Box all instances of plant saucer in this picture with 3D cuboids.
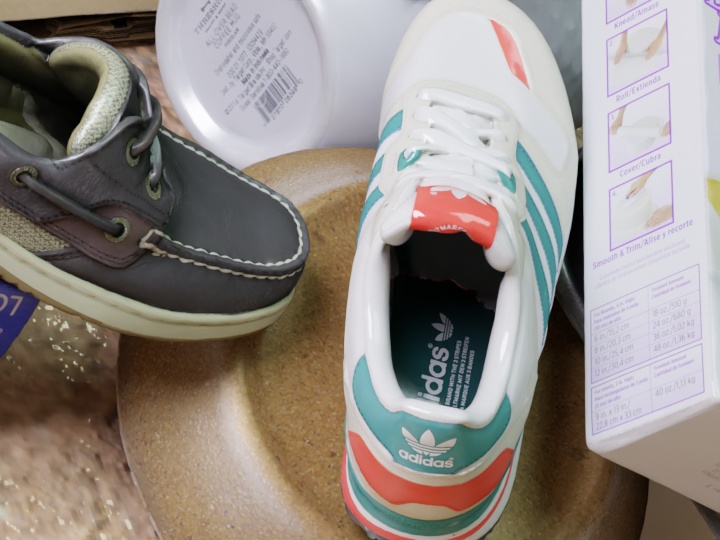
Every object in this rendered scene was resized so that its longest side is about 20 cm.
[{"bbox_3d":[0.018,0.042,0.790,0.199,0.035,0.201,10,63,-20],"label":"plant saucer"}]

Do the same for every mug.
[{"bbox_3d":[0.026,-0.112,0.897,0.175,0.200,0.148,-25,86,-47],"label":"mug"}]

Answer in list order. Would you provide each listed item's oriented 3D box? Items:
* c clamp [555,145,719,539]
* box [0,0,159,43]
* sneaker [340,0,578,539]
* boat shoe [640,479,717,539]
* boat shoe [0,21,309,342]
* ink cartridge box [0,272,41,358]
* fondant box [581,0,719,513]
[{"bbox_3d":[0.140,0.027,0.858,0.200,0.027,0.171,52,42,-11],"label":"c clamp"},{"bbox_3d":[-0.150,-0.170,0.954,0.163,0.021,0.200,-11,59,-49],"label":"box"},{"bbox_3d":[0.035,-0.016,0.739,0.070,0.094,0.201,10,63,1],"label":"sneaker"},{"bbox_3d":[0.157,0.071,0.922,0.199,0.072,0.069,10,41,-35],"label":"boat shoe"},{"bbox_3d":[-0.089,-0.036,0.689,0.200,0.066,0.072,20,37,-34],"label":"boat shoe"},{"bbox_3d":[-0.184,-0.030,0.718,0.136,0.076,0.201,9,46,-37],"label":"ink cartridge box"},{"bbox_3d":[0.146,-0.011,0.818,0.144,0.058,0.201,27,51,-35],"label":"fondant box"}]
